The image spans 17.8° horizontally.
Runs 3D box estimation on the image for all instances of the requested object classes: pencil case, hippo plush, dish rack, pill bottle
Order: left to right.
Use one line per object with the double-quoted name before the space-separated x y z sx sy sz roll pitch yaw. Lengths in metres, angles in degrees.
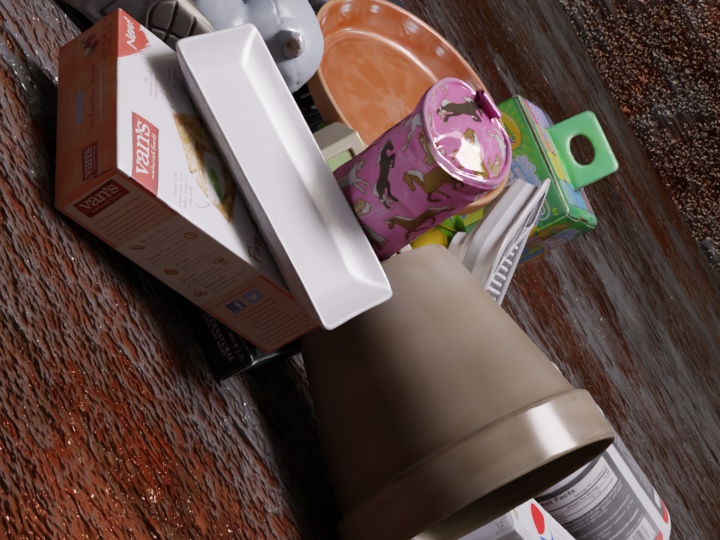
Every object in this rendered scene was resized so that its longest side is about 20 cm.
"hippo plush" -0.079 -0.198 1.716 0.159 0.198 0.162 122 -31 -69
"pencil case" 0.014 -0.049 1.539 0.082 0.200 0.087 17 54 -35
"dish rack" 0.084 0.025 1.825 0.043 0.201 0.172 24 27 8
"pill bottle" 0.177 0.176 1.986 0.201 0.115 0.116 54 17 -30

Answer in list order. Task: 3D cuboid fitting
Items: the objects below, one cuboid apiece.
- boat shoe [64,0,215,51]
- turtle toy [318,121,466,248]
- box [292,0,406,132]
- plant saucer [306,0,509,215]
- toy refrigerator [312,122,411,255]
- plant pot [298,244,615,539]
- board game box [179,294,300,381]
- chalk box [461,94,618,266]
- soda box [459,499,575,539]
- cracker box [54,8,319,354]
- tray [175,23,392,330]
"boat shoe" -0.150 -0.186 1.575 0.200 0.074 0.074 53 18 -39
"turtle toy" 0.021 -0.047 1.851 0.200 0.101 0.146 50 30 -31
"box" -0.045 -0.221 1.915 0.200 0.114 0.133 39 29 -54
"plant saucer" 0.033 -0.126 1.793 0.199 0.032 0.201 29 39 -27
"toy refrigerator" 0.000 0.000 1.691 0.201 0.075 0.070 65 -9 -16
"plant pot" 0.047 0.086 1.554 0.175 0.199 0.200 62 14 13
"board game box" -0.083 0.000 1.571 0.136 0.028 0.200 63 15 3
"chalk box" 0.134 -0.076 2.109 0.125 0.199 0.124 66 15 12
"soda box" 0.126 0.229 1.816 0.200 0.068 0.064 45 24 -50
"cracker box" -0.104 -0.054 1.446 0.200 0.057 0.135 36 37 -39
"tray" -0.052 -0.058 1.453 0.201 0.022 0.107 62 26 1
